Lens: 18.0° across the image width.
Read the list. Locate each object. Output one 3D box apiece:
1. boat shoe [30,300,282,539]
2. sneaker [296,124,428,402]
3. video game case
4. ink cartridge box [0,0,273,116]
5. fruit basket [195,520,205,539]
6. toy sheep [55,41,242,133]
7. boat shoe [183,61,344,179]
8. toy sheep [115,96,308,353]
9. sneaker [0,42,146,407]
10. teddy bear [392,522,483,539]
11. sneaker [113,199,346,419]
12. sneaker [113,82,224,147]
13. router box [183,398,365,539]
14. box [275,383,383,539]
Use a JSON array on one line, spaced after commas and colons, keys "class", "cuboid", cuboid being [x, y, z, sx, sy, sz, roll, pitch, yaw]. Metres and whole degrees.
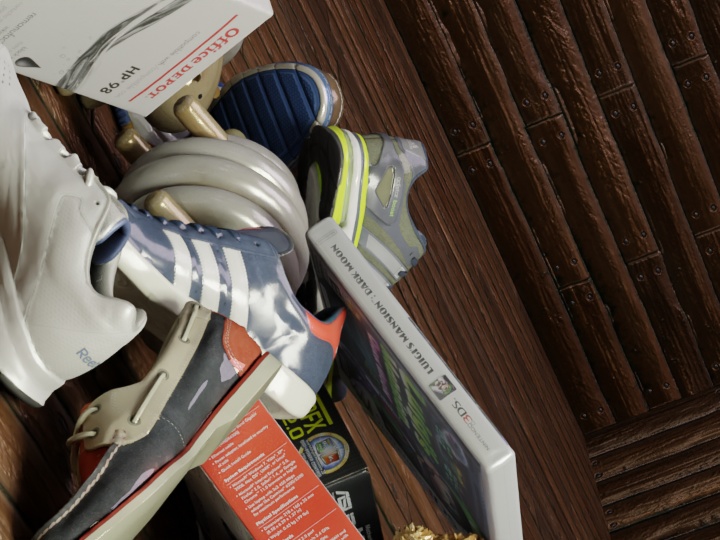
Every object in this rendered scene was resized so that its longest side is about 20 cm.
[{"class": "boat shoe", "cuboid": [-0.112, 0.085, 1.134, 0.062, 0.071, 0.200, 40, 43, 2]}, {"class": "sneaker", "cuboid": [0.000, 0.000, 1.449, 0.074, 0.080, 0.201, -120, -147, -49]}, {"class": "video game case", "cuboid": [0.034, 0.083, 1.328, 0.182, 0.023, 0.200, 52, -12, 25]}, {"class": "ink cartridge box", "cuboid": [-0.133, -0.157, 1.292, 0.199, 0.116, 0.067, 16, 48, -48]}, {"class": "fruit basket", "cuboid": [-0.056, 0.249, 1.236, 0.200, 0.093, 0.187, -137, -157, -74]}, {"class": "toy sheep", "cuboid": [-0.143, -0.183, 1.462, 0.138, 0.137, 0.202, 24, 46, -77]}, {"class": "boat shoe", "cuboid": [-0.065, -0.085, 1.505, 0.072, 0.200, 0.073, -9, 77, -40]}, {"class": "toy sheep", "cuboid": [-0.094, -0.023, 1.370, 0.201, 0.137, 0.138, -75, 147, -45]}, {"class": "sneaker", "cuboid": [-0.162, -0.032, 1.159, 0.075, 0.086, 0.201, 42, 27, -67]}, {"class": "teddy bear", "cuboid": [0.048, 0.232, 1.367, 0.146, 0.066, 0.200, 59, -20, 12]}, {"class": "sneaker", "cuboid": [-0.090, -0.005, 1.252, 0.200, 0.085, 0.075, 41, -20, -24]}, {"class": "sneaker", "cuboid": [-0.145, -0.182, 1.596, 0.075, 0.088, 0.202, 25, 44, -75]}, {"class": "router box", "cuboid": [-0.032, 0.167, 1.276, 0.180, 0.049, 0.200, 52, -13, 20]}, {"class": "box", "cuboid": [-0.029, 0.140, 1.460, 0.201, 0.044, 0.161, 79, -13, -46]}]
